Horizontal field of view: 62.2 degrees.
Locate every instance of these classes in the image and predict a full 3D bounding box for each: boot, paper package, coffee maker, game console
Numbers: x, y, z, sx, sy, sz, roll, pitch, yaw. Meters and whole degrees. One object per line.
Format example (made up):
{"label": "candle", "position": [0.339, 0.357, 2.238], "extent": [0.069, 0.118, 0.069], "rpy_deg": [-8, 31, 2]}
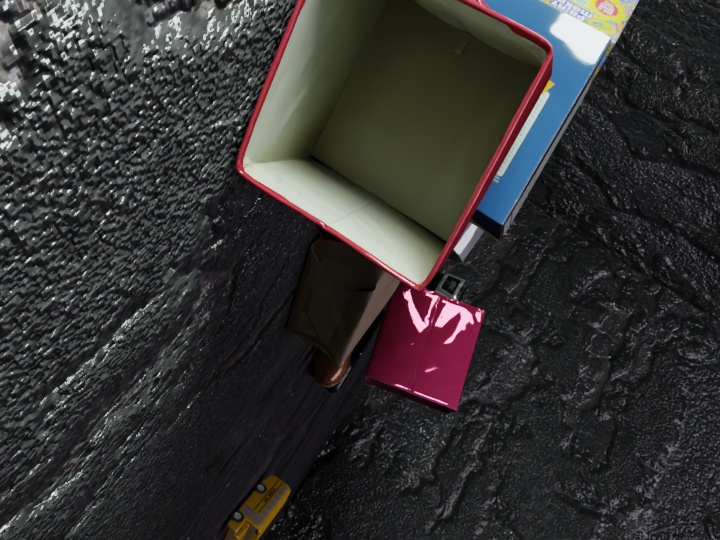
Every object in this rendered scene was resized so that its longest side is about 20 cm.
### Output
{"label": "boot", "position": [-0.025, 0.109, 1.126], "extent": [0.202, 0.075, 0.156], "rpy_deg": [-57, 172, -29]}
{"label": "paper package", "position": [0.000, 0.000, 0.860], "extent": [0.201, 0.102, 0.193], "rpy_deg": [-50, 167, -44]}
{"label": "coffee maker", "position": [0.145, 0.042, 1.438], "extent": [0.136, 0.197, 0.193], "rpy_deg": [-54, 170, -10]}
{"label": "game console", "position": [-0.005, 0.175, 1.293], "extent": [0.203, 0.115, 0.175], "rpy_deg": [-58, -155, -7]}

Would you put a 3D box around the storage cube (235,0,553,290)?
{"label": "storage cube", "position": [0.036, -0.122, 0.475], "extent": [0.204, 0.168, 0.180], "rpy_deg": [-62, 171, 21]}

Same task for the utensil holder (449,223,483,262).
{"label": "utensil holder", "position": [0.232, -0.148, 1.422], "extent": [0.202, 0.168, 0.170], "rpy_deg": [-54, 170, -4]}

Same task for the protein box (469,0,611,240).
{"label": "protein box", "position": [0.121, -0.178, 0.642], "extent": [0.203, 0.196, 0.135], "rpy_deg": [-58, 168, 3]}

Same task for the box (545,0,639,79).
{"label": "box", "position": [0.253, -0.327, 0.869], "extent": [0.123, 0.197, 0.194], "rpy_deg": [-51, 169, -31]}

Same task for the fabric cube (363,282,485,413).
{"label": "fabric cube", "position": [0.127, 0.163, 1.240], "extent": [0.197, 0.195, 0.205], "rpy_deg": [91, 19, -75]}

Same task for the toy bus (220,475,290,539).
{"label": "toy bus", "position": [-0.245, 0.569, 1.401], "extent": [0.066, 0.077, 0.200], "rpy_deg": [-62, 170, 24]}
